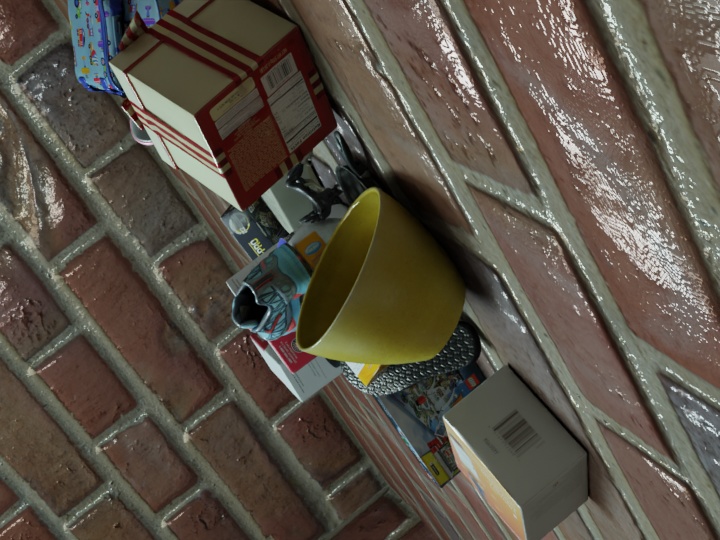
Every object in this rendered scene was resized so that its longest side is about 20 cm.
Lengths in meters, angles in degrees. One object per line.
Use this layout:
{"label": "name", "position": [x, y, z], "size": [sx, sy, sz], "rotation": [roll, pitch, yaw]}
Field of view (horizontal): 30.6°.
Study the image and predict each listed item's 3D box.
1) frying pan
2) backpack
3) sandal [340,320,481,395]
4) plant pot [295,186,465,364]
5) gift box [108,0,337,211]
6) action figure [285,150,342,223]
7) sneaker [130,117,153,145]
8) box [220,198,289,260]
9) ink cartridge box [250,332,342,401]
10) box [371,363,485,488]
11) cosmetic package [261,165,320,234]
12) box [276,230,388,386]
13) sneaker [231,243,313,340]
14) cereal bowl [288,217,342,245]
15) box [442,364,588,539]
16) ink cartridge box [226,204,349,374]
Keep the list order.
{"label": "frying pan", "position": [-0.005, -0.110, 1.563], "size": [0.115, 0.031, 0.191], "rotation": [37, 159, 54]}
{"label": "backpack", "position": [-0.271, -0.307, 1.683], "size": [0.199, 0.134, 0.184], "rotation": [18, 114, 50]}
{"label": "sandal", "position": [0.067, 0.112, 1.675], "size": [0.048, 0.199, 0.076], "rotation": [-11, -91, -61]}
{"label": "plant pot", "position": [0.035, 0.026, 1.487], "size": [0.141, 0.201, 0.200], "rotation": [25, 178, -15]}
{"label": "gift box", "position": [-0.157, -0.216, 1.477], "size": [0.186, 0.184, 0.201], "rotation": [33, 154, 38]}
{"label": "action figure", "position": [-0.102, -0.151, 1.648], "size": [0.201, 0.102, 0.119], "rotation": [61, 180, -12]}
{"label": "sneaker", "position": [-0.209, -0.212, 1.787], "size": [0.095, 0.198, 0.080], "rotation": [37, -136, -70]}
{"label": "box", "position": [-0.129, -0.059, 2.040], "size": [0.162, 0.049, 0.200], "rotation": [55, -161, -13]}
{"label": "ink cartridge box", "position": [-0.057, 0.098, 2.105], "size": [0.083, 0.199, 0.146], "rotation": [59, 168, -26]}
{"label": "box", "position": [0.105, 0.176, 1.777], "size": [0.201, 0.136, 0.038], "rotation": [57, 168, -24]}
{"label": "cosmetic package", "position": [-0.117, -0.142, 1.877], "size": [0.104, 0.073, 0.200], "rotation": [46, 169, 38]}
{"label": "box", "position": [-0.031, 0.040, 1.627], "size": [0.200, 0.041, 0.119], "rotation": [51, 156, 11]}
{"label": "sneaker", "position": [-0.125, 0.038, 1.629], "size": [0.079, 0.095, 0.200], "rotation": [51, 155, 16]}
{"label": "cereal bowl", "position": [0.000, 0.000, 1.710], "size": [0.199, 0.084, 0.201], "rotation": [28, 155, 14]}
{"label": "box", "position": [0.197, 0.237, 1.645], "size": [0.152, 0.106, 0.200], "rotation": [48, 170, 27]}
{"label": "ink cartridge box", "position": [-0.062, 0.021, 1.836], "size": [0.146, 0.199, 0.083], "rotation": [56, 174, -24]}
